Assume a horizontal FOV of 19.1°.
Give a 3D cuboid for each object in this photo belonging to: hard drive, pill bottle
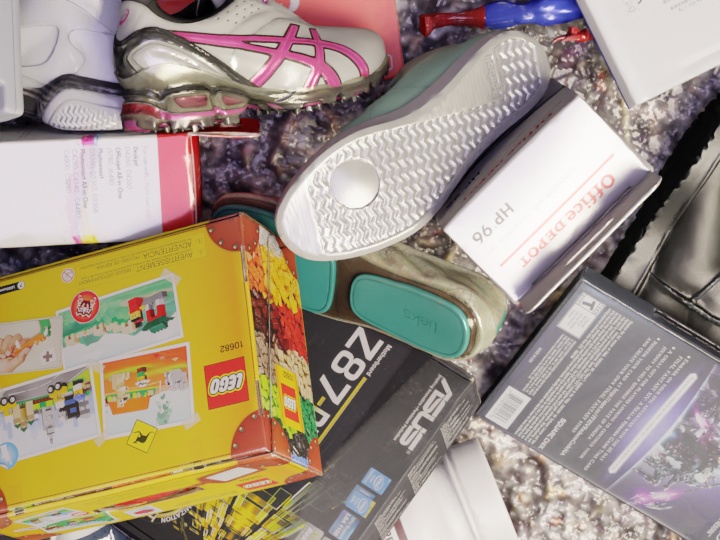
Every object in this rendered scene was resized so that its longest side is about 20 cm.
[{"bbox_3d":[0.181,-0.219,1.333,0.131,0.025,0.201,-26,89,-12],"label":"hard drive"},{"bbox_3d":[-0.001,0.184,1.378,0.199,0.113,0.114,-22,100,0],"label":"pill bottle"}]

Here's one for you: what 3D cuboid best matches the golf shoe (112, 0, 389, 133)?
[{"bbox_3d":[-0.060,-0.137,1.289,0.199,0.072,0.093,-12,99,-42],"label":"golf shoe"}]

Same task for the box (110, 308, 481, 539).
[{"bbox_3d":[-0.045,0.113,1.332,0.161,0.049,0.200,32,74,21],"label":"box"}]

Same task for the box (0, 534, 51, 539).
[{"bbox_3d":[-0.297,0.109,1.358,0.142,0.036,0.201,-22,92,21],"label":"box"}]

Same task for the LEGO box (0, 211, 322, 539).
[{"bbox_3d":[-0.135,0.067,1.283,0.199,0.077,0.150,-14,71,19],"label":"LEGO box"}]

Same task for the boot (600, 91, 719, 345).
[{"bbox_3d":[0.254,-0.001,1.381,0.162,0.073,0.199,29,104,-5],"label":"boot"}]

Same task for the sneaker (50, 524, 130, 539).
[{"bbox_3d":[-0.167,0.160,1.389,0.084,0.075,0.201,20,107,-5],"label":"sneaker"}]

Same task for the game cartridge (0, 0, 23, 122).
[{"bbox_3d":[-0.284,-0.143,1.290,0.199,0.041,0.134,-8,85,32],"label":"game cartridge"}]

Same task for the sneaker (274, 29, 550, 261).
[{"bbox_3d":[0.020,-0.073,1.327,0.200,0.118,0.074,-38,102,-15],"label":"sneaker"}]

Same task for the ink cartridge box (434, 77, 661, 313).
[{"bbox_3d":[0.107,-0.051,1.300,0.068,0.200,0.116,44,95,-9],"label":"ink cartridge box"}]

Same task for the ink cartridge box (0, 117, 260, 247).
[{"bbox_3d":[-0.160,-0.056,1.328,0.198,0.116,0.068,-2,99,-2],"label":"ink cartridge box"}]

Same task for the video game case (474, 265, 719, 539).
[{"bbox_3d":[0.192,0.097,1.382,0.199,0.019,0.143,30,129,-6],"label":"video game case"}]

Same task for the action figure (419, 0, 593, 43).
[{"bbox_3d":[0.138,-0.178,1.360,0.198,0.052,0.066,-3,95,-4],"label":"action figure"}]

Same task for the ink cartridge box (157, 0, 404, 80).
[{"bbox_3d":[-0.076,-0.195,1.348,0.198,0.044,0.175,-8,98,-2],"label":"ink cartridge box"}]

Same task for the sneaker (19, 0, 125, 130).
[{"bbox_3d":[-0.214,-0.150,1.313,0.198,0.075,0.116,6,102,19],"label":"sneaker"}]

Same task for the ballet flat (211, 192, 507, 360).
[{"bbox_3d":[0.000,0.000,1.329,0.199,0.062,0.068,26,125,19],"label":"ballet flat"}]
